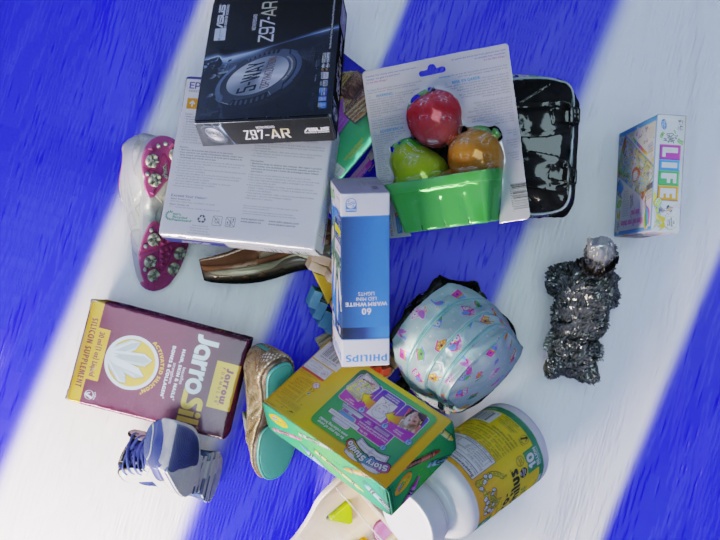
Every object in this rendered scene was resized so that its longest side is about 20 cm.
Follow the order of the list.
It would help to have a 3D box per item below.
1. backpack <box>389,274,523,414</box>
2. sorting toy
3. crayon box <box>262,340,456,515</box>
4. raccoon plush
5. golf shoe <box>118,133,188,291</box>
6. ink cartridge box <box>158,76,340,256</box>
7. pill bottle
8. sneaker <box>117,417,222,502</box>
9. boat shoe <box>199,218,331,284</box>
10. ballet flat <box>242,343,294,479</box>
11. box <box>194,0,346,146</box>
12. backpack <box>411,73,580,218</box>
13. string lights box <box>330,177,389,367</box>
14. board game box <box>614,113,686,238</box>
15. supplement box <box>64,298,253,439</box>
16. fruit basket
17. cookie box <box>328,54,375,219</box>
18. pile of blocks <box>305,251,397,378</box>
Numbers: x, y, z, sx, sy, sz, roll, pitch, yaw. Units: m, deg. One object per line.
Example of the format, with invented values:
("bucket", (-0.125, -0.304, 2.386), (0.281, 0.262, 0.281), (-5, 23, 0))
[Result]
("backpack", (0.116, 0.089, 1.594), (0.126, 0.200, 0.167), (35, 85, 22))
("sorting toy", (-0.006, 0.358, 1.653), (0.180, 0.107, 0.200), (-40, 91, 6))
("crayon box", (-0.002, 0.181, 1.557), (0.200, 0.058, 0.119), (32, 59, 30))
("raccoon plush", (0.260, 0.054, 1.613), (0.097, 0.200, 0.134), (5, 68, 16))
("golf shoe", (-0.263, -0.076, 1.669), (0.075, 0.091, 0.200), (-9, 111, -40))
("ink cartridge box", (-0.127, -0.124, 1.585), (0.196, 0.043, 0.200), (6, 79, 14))
("pill bottle", (0.124, 0.251, 1.601), (0.200, 0.113, 0.113), (-29, 90, -36))
("sneaker", (-0.247, 0.231, 1.608), (0.115, 0.199, 0.081), (8, 71, 12))
("boat shoe", (-0.104, -0.031, 1.668), (0.200, 0.076, 0.074), (-11, 83, -10))
("ballet flat", (-0.115, 0.169, 1.647), (0.070, 0.065, 0.200), (-18, 132, -32))
("box", (-0.102, -0.239, 1.562), (0.160, 0.044, 0.200), (-1, 56, 9))
("backpack", (0.163, -0.151, 1.627), (0.199, 0.151, 0.178), (2, 91, 7))
("string lights box", (0.000, 0.000, 1.532), (0.059, 0.103, 0.201), (-2, 103, -7))
("board game box", (0.346, -0.109, 1.607), (0.034, 0.200, 0.135), (3, 90, -1))
("supplement box", (-0.245, 0.121, 1.644), (0.200, 0.103, 0.131), (14, 88, -1))
("fruit basket", (0.100, -0.146, 1.538), (0.185, 0.094, 0.201), (-8, 86, 25))
("cookie box", (-0.064, -0.192, 1.642), (0.200, 0.075, 0.171), (40, 89, 16))
("pile of blocks", (-0.019, 0.069, 1.635), (0.082, 0.062, 0.200), (-30, 111, -3))
